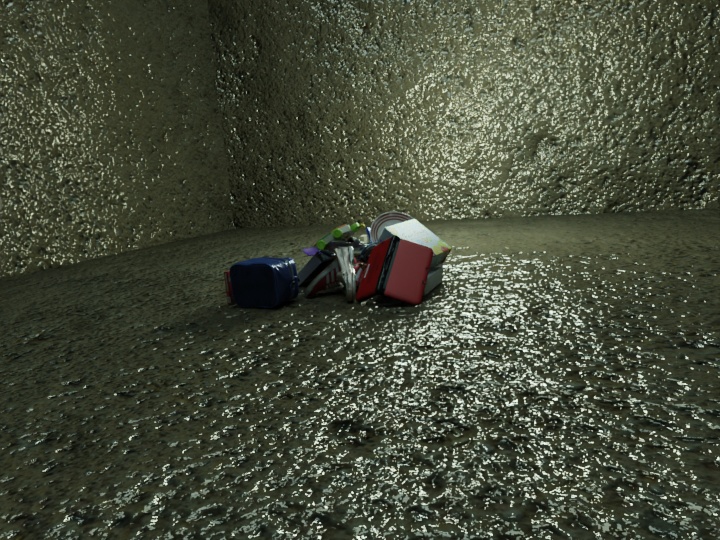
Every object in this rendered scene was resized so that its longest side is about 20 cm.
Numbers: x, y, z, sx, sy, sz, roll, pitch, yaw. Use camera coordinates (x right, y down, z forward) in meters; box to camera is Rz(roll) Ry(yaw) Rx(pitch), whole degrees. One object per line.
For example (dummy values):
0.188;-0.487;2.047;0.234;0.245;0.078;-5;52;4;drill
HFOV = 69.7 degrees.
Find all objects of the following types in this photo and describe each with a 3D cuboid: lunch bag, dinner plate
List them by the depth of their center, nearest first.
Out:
-0.278;0.030;1.560;0.197;0.138;0.132;1;12;27;lunch bag
0.129;-0.120;1.819;0.197;0.203;0.024;-7;-27;-13;dinner plate

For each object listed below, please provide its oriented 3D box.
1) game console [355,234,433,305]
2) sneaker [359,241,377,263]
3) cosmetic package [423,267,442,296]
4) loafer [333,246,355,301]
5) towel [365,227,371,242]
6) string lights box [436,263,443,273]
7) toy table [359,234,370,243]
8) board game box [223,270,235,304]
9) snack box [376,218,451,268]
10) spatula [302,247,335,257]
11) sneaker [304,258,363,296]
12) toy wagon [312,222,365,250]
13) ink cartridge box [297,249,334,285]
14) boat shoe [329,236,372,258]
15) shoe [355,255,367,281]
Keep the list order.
0.097;0.013;1.494;0.118;0.202;0.172;34;-35;-22;game console
0.096;-0.050;1.688;0.196;0.072;0.083;2;18;-2;sneaker
0.157;0.031;1.602;0.148;0.053;0.199;-2;11;25;cosmetic package
-0.048;0.010;1.555;0.062;0.073;0.202;1;48;-6;loafer
0.112;-0.090;1.963;0.198;0.024;0.146;21;29;-29;towel
0.173;-0.005;1.759;0.197;0.060;0.103;0;15;25;string lights box
-0.008;-0.070;2.034;0.196;0.119;0.184;-2;11;6;toy table
-0.352;0.035;1.663;0.019;0.105;0.199;4;14;34;board game box
0.173;-0.078;1.638;0.168;0.068;0.199;41;31;21;snack box
-0.129;-0.057;1.649;0.056;0.021;0.199;-9;9;-27;spatula
-0.076;0.038;1.632;0.200;0.113;0.071;-42;3;-15;sneaker
-0.073;-0.113;1.803;0.199;0.040;0.155;-35;-11;7;toy wagon
-0.143;-0.009;1.827;0.200;0.044;0.197;-41;-11;36;ink cartridge box
-0.026;-0.083;1.746;0.198;0.066;0.071;-12;8;-38;boat shoe
0.000;0.000;1.723;0.071;0.093;0.199;-12;13;-37;shoe
